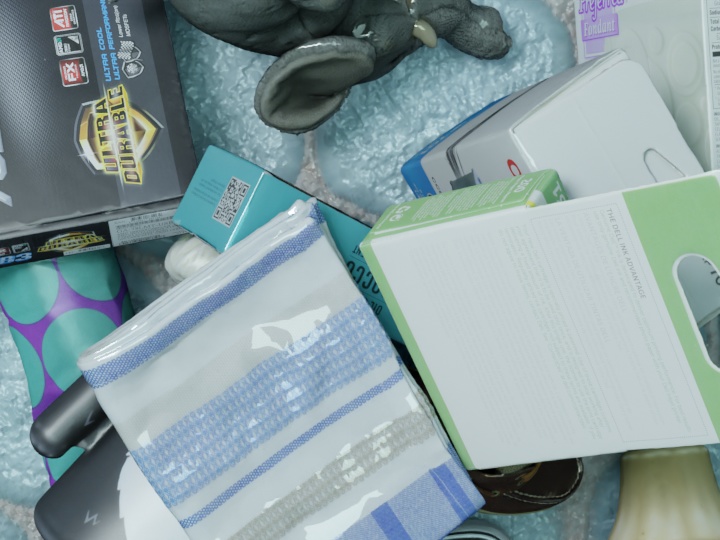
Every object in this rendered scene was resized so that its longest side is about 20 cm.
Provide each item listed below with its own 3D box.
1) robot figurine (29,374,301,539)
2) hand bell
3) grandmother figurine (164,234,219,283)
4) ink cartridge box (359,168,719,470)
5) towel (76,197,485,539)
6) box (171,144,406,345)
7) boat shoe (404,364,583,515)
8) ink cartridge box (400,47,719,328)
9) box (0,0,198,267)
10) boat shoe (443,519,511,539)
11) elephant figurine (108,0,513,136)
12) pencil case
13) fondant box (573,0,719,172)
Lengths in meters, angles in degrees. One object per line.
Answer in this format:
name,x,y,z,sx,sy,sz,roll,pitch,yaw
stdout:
robot figurine,-0.096,0.129,0.852,0.200,0.125,0.151,-47,139,-10
hand bell,0.185,0.080,0.979,0.103,0.104,0.202,-6,82,-3
grandmother figurine,-0.040,0.053,0.933,0.200,0.121,0.061,49,46,-12
ink cartridge box,0.113,0.021,0.771,0.199,0.048,0.146,-12,114,34
towel,-0.035,0.083,0.793,0.146,0.024,0.201,-34,107,-12
box,0.000,0.000,0.866,0.199,0.082,0.049,27,91,-30
boat shoe,0.081,0.103,0.922,0.199,0.072,0.073,31,70,-42
ink cartridge box,0.117,-0.029,0.890,0.086,0.200,0.147,-33,96,-13
box,-0.203,-0.102,0.896,0.196,0.050,0.202,-9,69,-10
boat shoe,0.010,0.221,0.973,0.198,0.068,0.074,-22,96,-2
elephant figurine,-0.023,-0.150,0.911,0.154,0.200,0.142,17,70,28
pencil case,-0.171,0.062,0.941,0.092,0.085,0.202,-15,95,14
fondant box,0.185,-0.120,0.916,0.058,0.144,0.202,-6,95,-20
